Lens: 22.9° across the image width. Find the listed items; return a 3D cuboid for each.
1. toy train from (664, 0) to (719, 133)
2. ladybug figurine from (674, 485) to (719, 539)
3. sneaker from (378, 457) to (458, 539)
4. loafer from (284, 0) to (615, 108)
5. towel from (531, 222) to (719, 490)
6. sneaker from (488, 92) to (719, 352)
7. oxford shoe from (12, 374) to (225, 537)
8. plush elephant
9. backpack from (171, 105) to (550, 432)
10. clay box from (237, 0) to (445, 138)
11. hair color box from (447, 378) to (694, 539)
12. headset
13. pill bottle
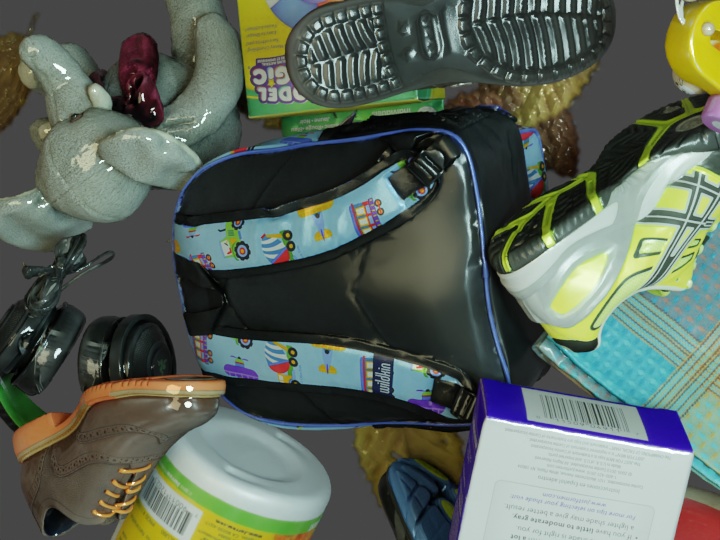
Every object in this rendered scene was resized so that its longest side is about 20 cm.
[{"bbox_3d":[0.199,-0.154,0.912,0.056,0.150,0.200,6,131,59],"label":"toy train"},{"bbox_3d":[0.174,0.191,0.998,0.200,0.072,0.136,8,98,24],"label":"ladybug figurine"},{"bbox_3d":[0.049,0.209,1.057,0.083,0.071,0.200,-26,79,34],"label":"sneaker"},{"bbox_3d":[0.046,-0.138,0.990,0.200,0.071,0.073,-8,104,-19],"label":"loafer"},{"bbox_3d":[0.214,0.046,0.957,0.200,0.022,0.147,38,78,17],"label":"towel"},{"bbox_3d":[0.160,-0.033,0.952,0.200,0.075,0.076,-33,107,-14],"label":"sneaker"},{"bbox_3d":[-0.136,0.108,1.034,0.200,0.071,0.073,-29,65,51],"label":"oxford shoe"},{"bbox_3d":[-0.150,-0.087,1.074,0.165,0.155,0.200,-25,84,25],"label":"plush elephant"},{"bbox_3d":[0.000,0.000,1.017,0.200,0.135,0.183,-5,104,27],"label":"backpack"},{"bbox_3d":[-0.015,-0.168,1.064,0.115,0.048,0.200,-4,93,25],"label":"clay box"},{"bbox_3d":[0.097,0.165,0.931,0.109,0.065,0.200,10,105,-1],"label":"hair color box"},{"bbox_3d":[-0.180,0.060,1.105,0.123,0.094,0.200,15,133,7],"label":"headset"},{"bbox_3d":[-0.107,0.195,1.108,0.111,0.111,0.200,32,108,19],"label":"pill bottle"}]
